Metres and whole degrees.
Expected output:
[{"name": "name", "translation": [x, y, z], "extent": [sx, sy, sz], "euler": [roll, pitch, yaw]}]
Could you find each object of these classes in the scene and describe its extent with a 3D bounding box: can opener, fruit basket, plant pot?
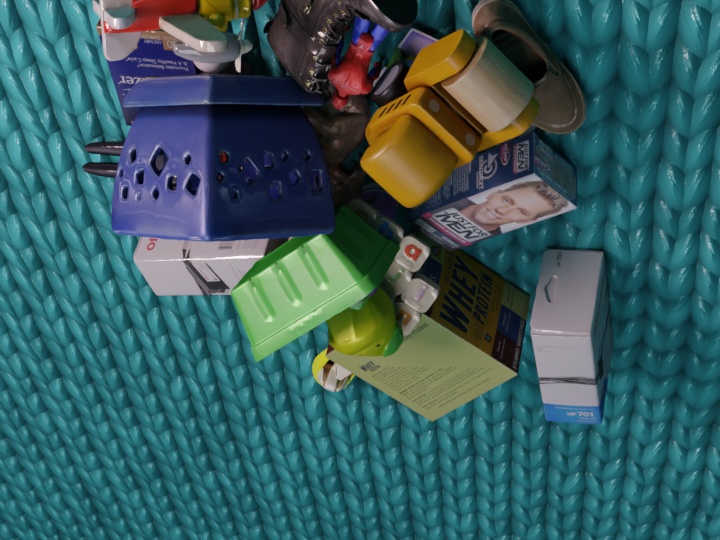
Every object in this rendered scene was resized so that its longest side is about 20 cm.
[{"name": "can opener", "translation": [-0.285, -0.147, 1.772], "extent": [0.197, 0.064, 0.079], "euler": [12, 171, 22]}, {"name": "fruit basket", "translation": [-0.030, 0.047, 1.639], "extent": [0.213, 0.156, 0.218], "euler": [7, 116, 15]}, {"name": "plant pot", "translation": [-0.158, -0.132, 1.515], "extent": [0.198, 0.183, 0.199], "euler": [-5, -173, -43]}]

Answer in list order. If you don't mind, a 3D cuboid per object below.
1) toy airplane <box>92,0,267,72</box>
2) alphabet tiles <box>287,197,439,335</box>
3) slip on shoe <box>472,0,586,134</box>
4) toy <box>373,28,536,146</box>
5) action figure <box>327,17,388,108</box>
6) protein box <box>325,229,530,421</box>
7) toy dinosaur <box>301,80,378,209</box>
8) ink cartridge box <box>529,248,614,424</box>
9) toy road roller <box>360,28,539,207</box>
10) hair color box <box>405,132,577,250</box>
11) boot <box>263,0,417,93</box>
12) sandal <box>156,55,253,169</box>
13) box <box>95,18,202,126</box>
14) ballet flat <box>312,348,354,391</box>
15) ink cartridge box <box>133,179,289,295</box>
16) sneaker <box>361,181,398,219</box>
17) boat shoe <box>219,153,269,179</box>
[{"name": "toy airplane", "translation": [-0.193, -0.275, 1.453], "extent": [0.197, 0.201, 0.142], "euler": [-4, 127, 25]}, {"name": "alphabet tiles", "translation": [0.000, 0.000, 1.694], "extent": [0.199, 0.015, 0.196], "euler": [34, 131, 0]}, {"name": "slip on shoe", "translation": [0.193, -0.220, 1.484], "extent": [0.075, 0.061, 0.200], "euler": [-29, 125, 14]}, {"name": "toy", "translation": [0.120, -0.199, 1.563], "extent": [0.198, 0.048, 0.115], "euler": [26, 144, -12]}, {"name": "action figure", "translation": [0.013, -0.278, 1.498], "extent": [0.065, 0.099, 0.201], "euler": [23, 120, -6]}, {"name": "protein box", "translation": [0.095, 0.078, 1.850], "extent": [0.199, 0.136, 0.198], "euler": [32, 140, -20]}, {"name": "toy dinosaur", "translation": [-0.022, -0.169, 1.626], "extent": [0.134, 0.087, 0.201], "euler": [18, 139, -3]}, {"name": "ink cartridge box", "translation": [0.288, 0.090, 1.785], "extent": [0.085, 0.148, 0.201], "euler": [4, 142, 17]}, {"name": "toy road roller", "translation": [0.085, -0.157, 1.457], "extent": [0.123, 0.147, 0.199], "euler": [39, 149, -21]}, {"name": "hair color box", "translation": [0.162, -0.094, 1.653], "extent": [0.198, 0.061, 0.100], "euler": [-20, 145, 37]}, {"name": "boot", "translation": [-0.026, -0.265, 1.436], "extent": [0.069, 0.200, 0.175], "euler": [-14, 140, -37]}, {"name": "sandal", "translation": [-0.212, -0.198, 1.639], "extent": [0.200, 0.043, 0.076], "euler": [-41, 143, 12]}, {"name": "box", "translation": [-0.251, -0.234, 1.667], "extent": [0.119, 0.033, 0.201], "euler": [6, 143, 12]}, {"name": "ballet flat", "translation": [-0.032, 0.148, 2.041], "extent": [0.066, 0.068, 0.200], "euler": [23, 143, -11]}, {"name": "ink cartridge box", "translation": [-0.187, -0.047, 1.787], "extent": [0.197, 0.146, 0.085], "euler": [-1, 141, 22]}, {"name": "sneaker", "translation": [-0.032, -0.033, 1.774], "extent": [0.072, 0.115, 0.200], "euler": [30, 142, -21]}, {"name": "boat shoe", "translation": [-0.126, -0.117, 1.681], "extent": [0.200, 0.071, 0.063], "euler": [38, 162, 45]}]
